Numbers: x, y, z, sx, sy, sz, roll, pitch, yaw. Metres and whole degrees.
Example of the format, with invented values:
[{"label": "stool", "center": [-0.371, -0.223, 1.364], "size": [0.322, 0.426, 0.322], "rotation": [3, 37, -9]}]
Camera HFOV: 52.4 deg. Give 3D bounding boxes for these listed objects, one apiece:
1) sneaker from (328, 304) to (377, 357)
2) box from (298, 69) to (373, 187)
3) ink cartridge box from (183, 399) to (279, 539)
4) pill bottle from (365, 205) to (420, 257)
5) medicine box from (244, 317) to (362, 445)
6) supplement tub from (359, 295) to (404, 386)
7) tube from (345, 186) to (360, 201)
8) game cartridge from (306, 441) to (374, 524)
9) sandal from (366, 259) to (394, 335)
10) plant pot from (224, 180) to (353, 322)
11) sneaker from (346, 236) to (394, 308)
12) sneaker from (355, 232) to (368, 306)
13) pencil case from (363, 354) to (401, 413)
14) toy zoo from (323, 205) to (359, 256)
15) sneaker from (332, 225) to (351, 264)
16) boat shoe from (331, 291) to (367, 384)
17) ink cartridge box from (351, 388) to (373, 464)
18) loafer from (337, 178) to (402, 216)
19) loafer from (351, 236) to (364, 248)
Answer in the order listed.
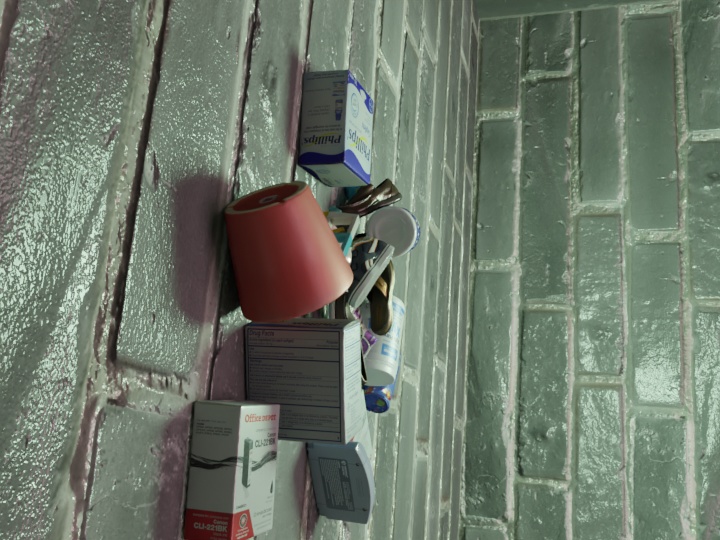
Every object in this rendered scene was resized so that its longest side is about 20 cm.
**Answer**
[{"label": "sneaker", "center": [-0.010, 0.108, 1.598], "size": [0.073, 0.114, 0.202], "rotation": [-42, 142, -54]}, {"label": "box", "center": [-0.048, -0.297, 1.562], "size": [0.184, 0.104, 0.201], "rotation": [24, 67, -70]}, {"label": "ink cartridge box", "center": [-0.194, 0.302, 1.126], "size": [0.144, 0.083, 0.201], "rotation": [26, 65, -70]}, {"label": "pill bottle", "center": [0.084, -0.094, 1.764], "size": [0.200, 0.119, 0.121], "rotation": [-26, 115, -80]}, {"label": "medicine box", "center": [-0.097, 0.188, 1.273], "size": [0.103, 0.181, 0.202], "rotation": [-11, 101, -73]}, {"label": "supplement tub", "center": [0.034, 0.166, 1.782], "size": [0.132, 0.131, 0.201], "rotation": [61, 32, -57]}, {"label": "tube", "center": [-0.020, -0.262, 1.742], "size": [0.077, 0.050, 0.201], "rotation": [-31, 122, -39]}, {"label": "game cartridge", "center": [-0.037, 0.444, 1.549], "size": [0.040, 0.133, 0.201], "rotation": [-47, 135, -56]}, {"label": "sandal", "center": [0.033, 0.042, 1.616], "size": [0.054, 0.080, 0.201], "rotation": [9, 75, -37]}, {"label": "plant pot", "center": [-0.127, -0.039, 1.194], "size": [0.201, 0.199, 0.178], "rotation": [-57, 135, -60]}, {"label": "sneaker", "center": [0.000, 0.000, 1.531], "size": [0.200, 0.079, 0.079], "rotation": [-55, 171, -50]}, {"label": "sneaker", "center": [0.000, -0.009, 1.773], "size": [0.098, 0.070, 0.201], "rotation": [71, 24, -47]}, {"label": "pencil case", "center": [0.053, 0.289, 1.931], "size": [0.078, 0.087, 0.200], "rotation": [42, 37, -17]}, {"label": "toy zoo", "center": [-0.079, -0.061, 1.415], "size": [0.201, 0.130, 0.021], "rotation": [-70, 154, -48]}, {"label": "sneaker", "center": [-0.073, -0.007, 1.463], "size": [0.105, 0.075, 0.201], "rotation": [49, 40, -24]}, {"label": "boat shoe", "center": [-0.022, 0.137, 1.502], "size": [0.072, 0.059, 0.201], "rotation": [28, 57, -69]}, {"label": "ink cartridge box", "center": [-0.035, 0.386, 1.630], "size": [0.146, 0.082, 0.201], "rotation": [-64, 150, -60]}, {"label": "loafer", "center": [0.008, -0.166, 1.727], "size": [0.199, 0.073, 0.071], "rotation": [-26, 93, -38]}, {"label": "loafer", "center": [-0.054, -0.030, 1.615], "size": [0.200, 0.067, 0.077], "rotation": [-16, 102, -56]}]
